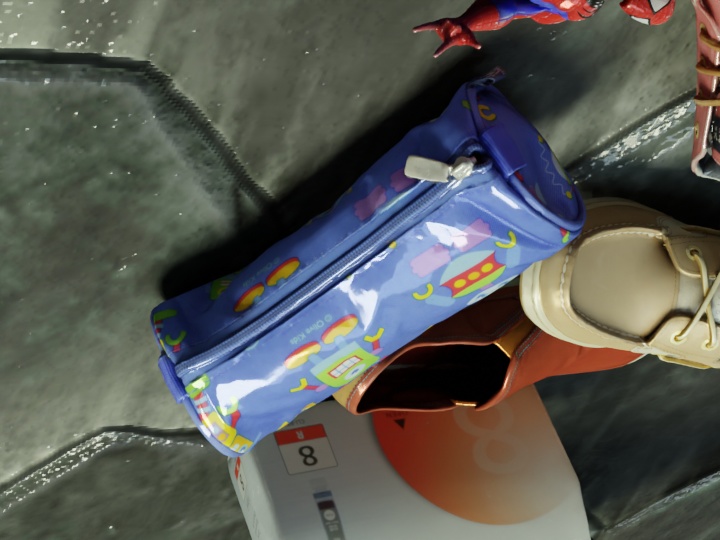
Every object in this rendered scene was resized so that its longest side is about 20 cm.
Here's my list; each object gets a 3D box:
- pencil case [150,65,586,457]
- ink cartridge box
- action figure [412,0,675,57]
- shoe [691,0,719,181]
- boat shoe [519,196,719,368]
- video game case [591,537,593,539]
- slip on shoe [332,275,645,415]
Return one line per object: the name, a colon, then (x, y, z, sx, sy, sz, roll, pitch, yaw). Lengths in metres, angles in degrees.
pencil case: (0.000, 0.000, 0.892, 0.200, 0.078, 0.087, -35, 161, 16)
ink cartridge box: (0.039, 0.146, 1.003, 0.162, 0.200, 0.050, -8, 140, -21)
action figure: (0.046, -0.120, 0.790, 0.200, 0.052, 0.065, 5, 134, -38)
shoe: (0.167, -0.086, 0.850, 0.200, 0.071, 0.091, 34, 77, -55)
boat shoe: (0.158, 0.009, 0.983, 0.200, 0.069, 0.074, 6, 95, -45)
video game case: (0.084, 0.194, 1.101, 0.181, 0.200, 0.036, 1, 116, -31)
slip on shoe: (0.063, 0.039, 0.997, 0.200, 0.061, 0.074, -1, 138, -31)
